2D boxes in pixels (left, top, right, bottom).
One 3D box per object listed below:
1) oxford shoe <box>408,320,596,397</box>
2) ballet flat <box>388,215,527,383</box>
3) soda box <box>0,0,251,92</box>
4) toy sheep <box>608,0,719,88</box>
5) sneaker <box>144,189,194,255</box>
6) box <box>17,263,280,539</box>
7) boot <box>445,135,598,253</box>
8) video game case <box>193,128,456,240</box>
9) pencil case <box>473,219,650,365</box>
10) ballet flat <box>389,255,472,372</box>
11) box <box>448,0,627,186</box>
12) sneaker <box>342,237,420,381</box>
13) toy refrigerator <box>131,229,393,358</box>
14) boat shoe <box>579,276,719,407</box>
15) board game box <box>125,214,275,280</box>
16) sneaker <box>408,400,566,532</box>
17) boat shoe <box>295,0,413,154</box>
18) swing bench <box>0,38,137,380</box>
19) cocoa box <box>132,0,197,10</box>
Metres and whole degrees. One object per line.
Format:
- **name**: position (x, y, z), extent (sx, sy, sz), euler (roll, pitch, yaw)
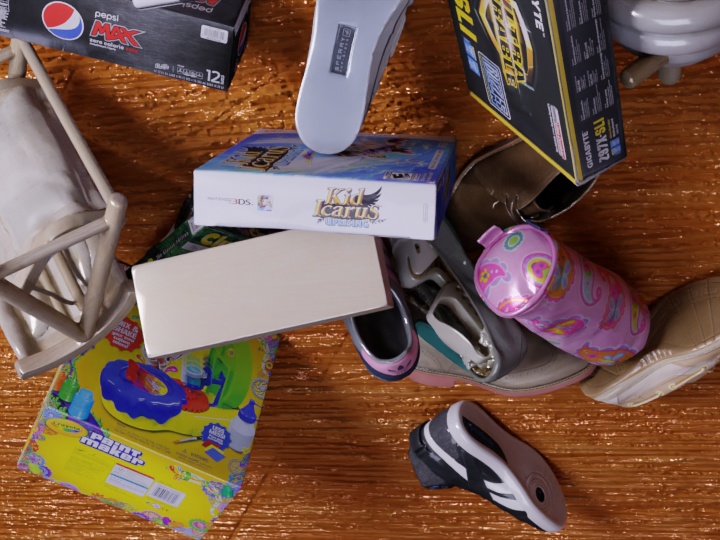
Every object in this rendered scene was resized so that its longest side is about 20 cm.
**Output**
- **oxford shoe**: position (0.131, 0.073, 1.069), extent (0.197, 0.071, 0.075), euler (-2, 131, 13)
- **ballet flat**: position (0.070, 0.010, 0.961), extent (0.201, 0.063, 0.067), euler (54, 146, 4)
- **soda box**: position (-0.188, -0.207, 0.861), extent (0.197, 0.071, 0.064), euler (14, 136, -2)
- **toy sheep**: position (0.210, -0.202, 0.744), extent (0.136, 0.140, 0.201), euler (2, 148, 10)
- **sneaker**: position (-0.135, -0.023, 1.050), extent (0.088, 0.078, 0.200), euler (7, 144, -43)
- **box**: position (-0.209, 0.130, 1.108), extent (0.198, 0.194, 0.122), euler (25, 134, -14)
- **boot**: position (0.132, -0.065, 0.932), extent (0.073, 0.076, 0.200), euler (30, 133, -20)
- **video game case**: position (-0.019, -0.074, 0.870), extent (0.178, 0.200, 0.046), euler (3, 106, 8)
- **pencil case**: position (0.178, 0.022, 0.958), extent (0.087, 0.089, 0.199), euler (-26, 147, 31)
- **ballet flat**: position (0.055, 0.029, 1.034), extent (0.198, 0.076, 0.068), euler (26, 154, 5)
- **box**: position (0.113, -0.182, 0.763), extent (0.049, 0.160, 0.202), euler (-26, 131, -8)
- **sneaker**: position (0.000, 0.000, 0.958), extent (0.069, 0.082, 0.202), euler (-27, 85, -5)
- **toy refrigerator**: position (-0.077, 0.014, 0.893), extent (0.197, 0.077, 0.070), euler (-13, 175, 6)
- **boat shoe**: position (0.302, 0.072, 1.039), extent (0.069, 0.075, 0.199), euler (29, 135, -33)
- **board game box**: position (-0.107, 0.001, 1.005), extent (0.104, 0.024, 0.199), euler (-33, 151, 26)
- **sneaker**: position (0.134, 0.229, 1.226), extent (0.111, 0.073, 0.200), euler (-29, 114, 38)
- **boat shoe**: position (0.004, -0.192, 0.838), extent (0.074, 0.086, 0.205), euler (15, 106, 3)
- **swing bench**: position (-0.279, -0.053, 0.911), extent (0.128, 0.200, 0.201), euler (-26, 157, -17)
- **cocoa box**: position (-0.096, -0.292, 0.698), extent (0.129, 0.134, 0.202), euler (-4, 124, 16)
